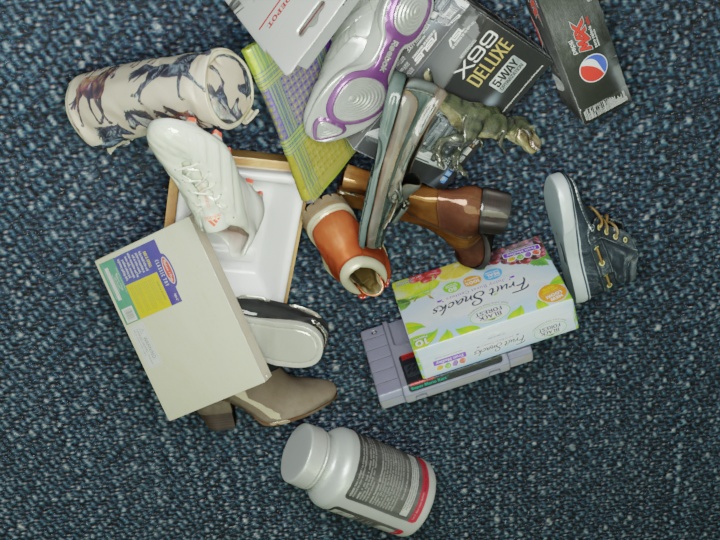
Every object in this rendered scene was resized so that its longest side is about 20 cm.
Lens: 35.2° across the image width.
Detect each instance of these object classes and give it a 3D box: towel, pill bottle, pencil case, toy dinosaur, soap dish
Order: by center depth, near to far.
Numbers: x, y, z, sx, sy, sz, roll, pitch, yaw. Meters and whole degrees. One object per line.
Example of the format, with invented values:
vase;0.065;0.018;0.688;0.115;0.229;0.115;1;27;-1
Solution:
pencil case;-0.204;-0.174;1.165;0.198;0.079;0.090;-3;143;30
towel;-0.051;-0.187;1.224;0.023;0.144;0.201;11;137;37
toy dinosaur;0.114;-0.151;1.240;0.199;0.047;0.089;17;106;-43
soap dish;-0.149;-0.050;1.308;0.155;0.082;0.202;4;122;-14
pill bottle;-0.005;0.279;1.535;0.198;0.111;0.111;26;115;-25

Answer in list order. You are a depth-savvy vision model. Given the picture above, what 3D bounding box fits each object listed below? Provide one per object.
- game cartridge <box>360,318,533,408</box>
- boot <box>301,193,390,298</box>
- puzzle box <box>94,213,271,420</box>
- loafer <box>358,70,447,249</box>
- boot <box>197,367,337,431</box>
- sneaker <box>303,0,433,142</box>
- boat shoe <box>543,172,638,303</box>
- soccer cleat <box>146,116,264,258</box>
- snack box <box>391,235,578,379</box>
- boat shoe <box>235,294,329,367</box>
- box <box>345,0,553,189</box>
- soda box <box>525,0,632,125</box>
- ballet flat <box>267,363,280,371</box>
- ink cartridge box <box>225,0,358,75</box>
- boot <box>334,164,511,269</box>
game cartridge;0.106;0.094;1.426;0.198;0.130;0.039;-18;125;0
boot;0.000;0.000;1.328;0.075;0.108;0.200;-35;152;4
puzzle box;-0.196;0.053;1.258;0.132;0.025;0.202;-22;96;20
loafer;0.042;-0.106;1.189;0.062;0.072;0.202;12;121;2
boot;-0.134;0.122;1.436;0.197;0.070;0.148;-14;117;-10
sneaker;0.000;-0.227;1.202;0.075;0.100;0.201;30;97;-38
boat shoe;0.288;-0.052;1.409;0.090;0.071;0.202;-20;131;1
soccer cleat;-0.153;-0.083;1.151;0.068;0.079;0.200;-1;154;24
snack box;0.149;0.043;1.392;0.198;0.143;0.053;-19;127;1
boat shoe;-0.133;0.060;1.293;0.197;0.060;0.075;7;112;8
box;0.094;-0.197;1.253;0.157;0.050;0.200;20;118;-45
soda box;0.232;-0.265;1.250;0.063;0.071;0.201;-27;125;2
ballet flat;-0.182;0.071;1.353;0.198;0.073;0.074;19;120;3
ink cartridge box;-0.067;-0.281;1.099;0.116;0.201;0.066;-48;147;21
boot;0.064;-0.059;1.335;0.197;0.188;0.069;9;80;-1
